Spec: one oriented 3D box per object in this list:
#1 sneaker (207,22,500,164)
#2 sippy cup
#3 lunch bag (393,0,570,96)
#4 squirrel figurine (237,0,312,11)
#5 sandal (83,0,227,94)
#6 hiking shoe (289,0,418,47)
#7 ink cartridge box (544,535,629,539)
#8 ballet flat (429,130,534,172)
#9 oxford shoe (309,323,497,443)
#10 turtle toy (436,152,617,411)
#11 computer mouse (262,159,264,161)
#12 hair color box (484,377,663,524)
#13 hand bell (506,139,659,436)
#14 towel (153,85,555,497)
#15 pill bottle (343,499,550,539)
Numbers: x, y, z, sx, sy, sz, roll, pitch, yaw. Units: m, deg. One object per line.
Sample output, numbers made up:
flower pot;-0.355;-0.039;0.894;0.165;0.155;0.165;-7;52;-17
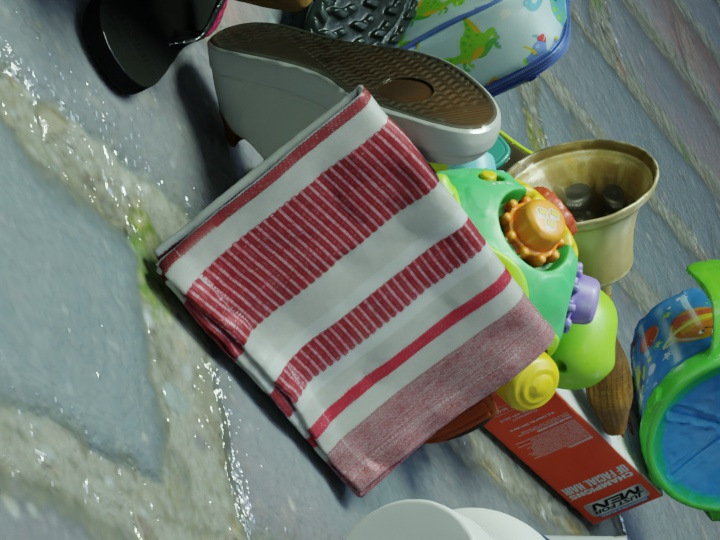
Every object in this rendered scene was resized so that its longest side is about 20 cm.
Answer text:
sneaker;-0.001;-0.078;1.120;0.073;0.200;0.085;-25;124;-38
sippy cup;0.256;0.084;1.475;0.139;0.178;0.130;25;23;-20
lunch bag;0.074;-0.191;1.448;0.083;0.161;0.200;54;23;-28
squirrel figurine;-0.087;-0.261;1.079;0.142;0.200;0.187;79;22;-67
sandal;-0.103;-0.158;1.141;0.075;0.045;0.200;57;22;-20
hiking shoe;-0.005;-0.200;1.392;0.074;0.087;0.200;55;46;-27
ink cartridge box;0.146;0.226;1.334;0.200;0.039;0.100;16;53;-62
ballet flat;0.106;-0.054;1.442;0.200;0.067;0.067;46;-16;42
oxford shoe;0.017;0.044;1.178;0.200;0.071;0.073;38;30;-50
turtle toy;0.089;0.008;1.215;0.146;0.101;0.200;45;-10;49
computer mouse;0.000;0.000;1.235;0.200;0.034;0.059;50;25;-37
hair color box;0.136;0.085;1.433;0.200;0.064;0.111;42;29;-44
hand bell;0.157;0.026;1.336;0.104;0.104;0.200;-80;160;-57
towel;0.001;0.017;1.069;0.200;0.144;0.023;51;0;-34
pill bottle;0.069;0.192;1.067;0.200;0.120;0.120;37;34;-52
